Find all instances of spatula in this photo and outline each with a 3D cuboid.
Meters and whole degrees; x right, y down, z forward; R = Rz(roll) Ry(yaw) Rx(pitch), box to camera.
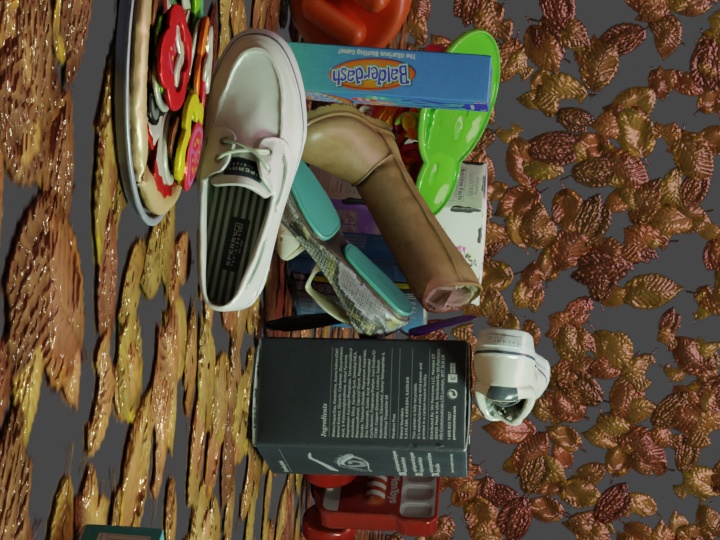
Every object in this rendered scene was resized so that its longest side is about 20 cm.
[{"bbox_3d":[0.009,0.050,1.684,0.057,0.198,0.021,-159,-110,-84],"label":"spatula"}]

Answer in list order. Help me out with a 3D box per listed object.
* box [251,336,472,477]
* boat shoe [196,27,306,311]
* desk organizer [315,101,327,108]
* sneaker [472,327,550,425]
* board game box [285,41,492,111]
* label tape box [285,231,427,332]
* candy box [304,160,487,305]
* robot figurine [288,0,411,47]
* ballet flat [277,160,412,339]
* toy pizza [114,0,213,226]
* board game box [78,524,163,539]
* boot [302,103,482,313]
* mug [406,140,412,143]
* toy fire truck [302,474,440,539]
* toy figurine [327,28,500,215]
[{"bbox_3d":[0.005,0.130,1.675,0.148,0.198,0.105,80,12,-74],"label":"box"},{"bbox_3d":[-0.077,-0.067,1.251,0.067,0.073,0.202,-75,169,-82],"label":"boat shoe"},{"bbox_3d":[-0.012,-0.168,2.061,0.200,0.071,0.078,81,11,-72],"label":"desk organizer"},{"bbox_3d":[0.130,0.105,1.626,0.200,0.072,0.071,49,49,-71],"label":"sneaker"},{"bbox_3d":[0.019,-0.173,1.611,0.152,0.198,0.045,-22,117,-84],"label":"board game box"},{"bbox_3d":[0.000,0.000,1.866,0.200,0.142,0.067,84,12,-67],"label":"label tape box"},{"bbox_3d":[0.037,-0.045,1.957,0.168,0.198,0.072,89,7,-51],"label":"candy box"},{"bbox_3d":[-0.006,-0.270,1.738,0.200,0.116,0.145,-71,157,-75],"label":"robot figurine"},{"bbox_3d":[-0.036,-0.016,1.638,0.201,0.072,0.072,52,6,0],"label":"ballet flat"},{"bbox_3d":[-0.110,-0.126,1.059,0.200,0.031,0.202,4,90,-85],"label":"toy pizza"},{"bbox_3d":[-0.136,0.261,0.941,0.151,0.046,0.201,-78,171,-61],"label":"board game box"},{"bbox_3d":[0.024,-0.058,1.706,0.175,0.066,0.201,0,57,-54],"label":"boot"},{"bbox_3d":[0.093,-0.201,3.210,0.149,0.186,0.154,-41,136,-35],"label":"mug"},{"bbox_3d":[0.018,0.250,2.159,0.200,0.166,0.113,-78,171,-62],"label":"toy fire truck"},{"bbox_3d":[0.024,-0.178,1.863,0.150,0.183,0.202,-9,117,-58],"label":"toy figurine"}]
